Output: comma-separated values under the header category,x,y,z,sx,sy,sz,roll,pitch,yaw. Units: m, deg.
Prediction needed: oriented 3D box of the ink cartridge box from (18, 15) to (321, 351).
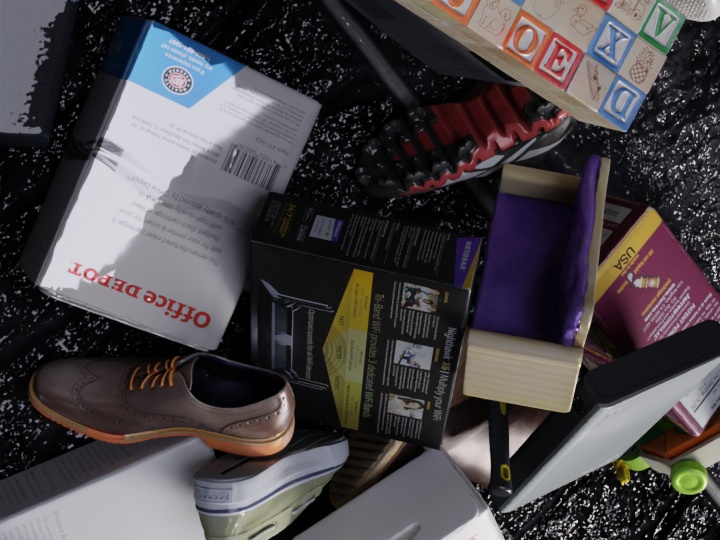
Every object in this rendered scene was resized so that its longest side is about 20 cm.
category,x,y,z,sx,sy,sz,roll,pitch,yaw
ink cartridge box,-0.140,-0.063,0.922,0.146,0.086,0.201,23,93,-29

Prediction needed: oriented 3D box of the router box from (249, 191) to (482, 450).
category,x,y,z,sx,sy,sz,roll,pitch,yaw
router box,-0.001,0.043,0.940,0.156,0.052,0.201,13,139,6

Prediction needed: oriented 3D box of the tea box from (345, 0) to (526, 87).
category,x,y,z,sx,sy,sz,roll,pitch,yaw
tea box,0.111,-0.253,0.934,0.133,0.200,0.197,34,86,-29

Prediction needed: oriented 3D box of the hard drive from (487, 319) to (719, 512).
category,x,y,z,sx,sy,sz,roll,pitch,yaw
hard drive,0.194,0.119,1.011,0.139,0.200,0.033,-19,66,-28

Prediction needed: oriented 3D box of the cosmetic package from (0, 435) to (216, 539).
category,x,y,z,sx,sy,sz,roll,pitch,yaw
cosmetic package,-0.204,0.192,0.964,0.199,0.074,0.102,-21,112,-23

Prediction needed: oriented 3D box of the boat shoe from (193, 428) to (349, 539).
category,x,y,z,sx,sy,sz,roll,pitch,yaw
boat shoe,-0.070,0.168,0.983,0.200,0.072,0.062,-11,105,-63

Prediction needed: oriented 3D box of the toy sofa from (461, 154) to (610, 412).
category,x,y,z,sx,sy,sz,roll,pitch,yaw
toy sofa,0.131,-0.002,0.940,0.082,0.201,0.098,10,134,7

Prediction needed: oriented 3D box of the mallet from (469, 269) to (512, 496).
category,x,y,z,sx,sy,sz,roll,pitch,yaw
mallet,0.103,0.085,1.033,0.066,0.041,0.201,28,47,-22

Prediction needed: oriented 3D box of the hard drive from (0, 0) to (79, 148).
category,x,y,z,sx,sy,sz,roll,pitch,yaw
hard drive,-0.291,-0.159,0.847,0.199,0.042,0.136,11,97,-28

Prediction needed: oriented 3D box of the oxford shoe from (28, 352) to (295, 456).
category,x,y,z,sx,sy,sz,roll,pitch,yaw
oxford shoe,-0.145,0.083,0.933,0.199,0.072,0.073,6,141,-3

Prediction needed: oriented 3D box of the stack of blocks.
category,x,y,z,sx,sy,sz,roll,pitch,yaw
stack of blocks,0.111,-0.187,0.803,0.199,0.059,0.116,28,91,-28

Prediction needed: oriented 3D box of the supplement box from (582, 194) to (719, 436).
category,x,y,z,sx,sy,sz,roll,pitch,yaw
supplement box,0.235,0.033,1.108,0.103,0.131,0.200,-49,119,-9

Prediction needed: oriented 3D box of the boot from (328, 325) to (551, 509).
category,x,y,z,sx,sy,sz,roll,pitch,yaw
boot,0.083,0.160,1.096,0.166,0.072,0.200,43,78,-25

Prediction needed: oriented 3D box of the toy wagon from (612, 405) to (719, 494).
category,x,y,z,sx,sy,sz,roll,pitch,yaw
toy wagon,0.305,0.133,1.159,0.200,0.155,0.040,-36,111,30

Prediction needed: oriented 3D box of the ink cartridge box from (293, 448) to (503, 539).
category,x,y,z,sx,sy,sz,roll,pitch,yaw
ink cartridge box,0.053,0.261,1.051,0.146,0.086,0.200,-32,132,-6

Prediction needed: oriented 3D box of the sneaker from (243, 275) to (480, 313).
category,x,y,z,sx,sy,sz,roll,pitch,yaw
sneaker,0.000,0.000,0.990,0.199,0.118,0.074,2,104,-26

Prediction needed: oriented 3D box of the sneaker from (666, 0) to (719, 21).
category,x,y,z,sx,sy,sz,roll,pitch,yaw
sneaker,0.212,-0.267,0.825,0.105,0.076,0.200,-40,116,-14

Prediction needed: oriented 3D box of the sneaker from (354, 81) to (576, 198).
category,x,y,z,sx,sy,sz,roll,pitch,yaw
sneaker,0.094,-0.104,1.032,0.200,0.071,0.098,-26,155,3
